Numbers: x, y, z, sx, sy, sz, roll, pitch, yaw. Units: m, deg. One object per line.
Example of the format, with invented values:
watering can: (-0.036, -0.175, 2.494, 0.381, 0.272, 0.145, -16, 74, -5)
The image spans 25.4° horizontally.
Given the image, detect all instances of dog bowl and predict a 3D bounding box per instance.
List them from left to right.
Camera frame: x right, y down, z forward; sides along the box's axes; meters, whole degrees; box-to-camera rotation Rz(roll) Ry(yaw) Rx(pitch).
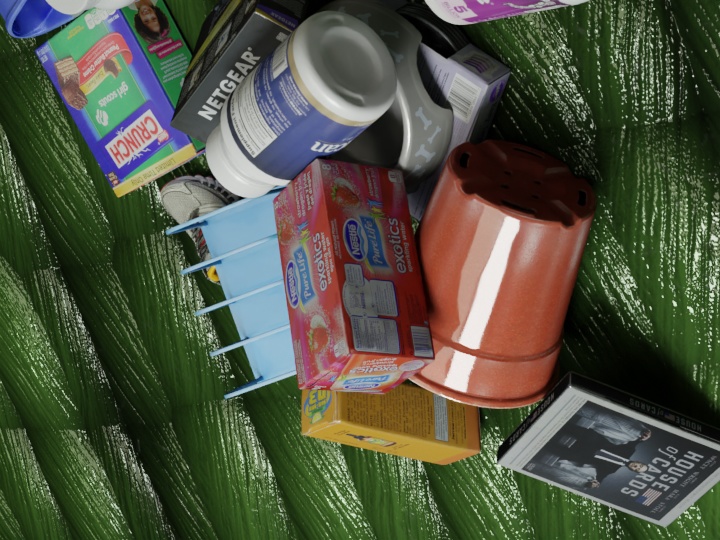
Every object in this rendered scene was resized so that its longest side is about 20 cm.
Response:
dog bowl: (-0.006, -0.163, 1.578, 0.199, 0.059, 0.201, 20, 124, 31)

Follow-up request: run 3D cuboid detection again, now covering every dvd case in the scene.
dvd case: (0.255, 0.178, 1.573, 0.199, 0.025, 0.151, 22, 136, -13)

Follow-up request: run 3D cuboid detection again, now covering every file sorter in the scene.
file sorter: (-0.105, 0.020, 1.719, 0.138, 0.123, 0.201, -20, 90, 22)

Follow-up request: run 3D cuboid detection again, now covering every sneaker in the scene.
sneaker: (-0.158, -0.035, 1.838, 0.200, 0.082, 0.078, 39, 134, 17)

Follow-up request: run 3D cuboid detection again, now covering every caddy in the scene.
caddy: (-0.330, -0.335, 1.770, 0.105, 0.141, 0.200, 56, 137, 7)

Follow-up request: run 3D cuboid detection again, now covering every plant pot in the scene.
plant pot: (0.127, -0.007, 1.542, 0.200, 0.200, 0.196, 32, 124, 23)

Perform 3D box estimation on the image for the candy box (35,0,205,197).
candy box: (-0.259, -0.205, 1.830, 0.169, 0.077, 0.201, -23, 99, 45)

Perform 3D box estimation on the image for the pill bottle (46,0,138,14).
pill bottle: (-0.239, -0.333, 1.647, 0.108, 0.200, 0.109, 20, 126, 31)

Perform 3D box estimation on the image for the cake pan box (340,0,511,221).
cake pan box: (0.042, -0.169, 1.609, 0.184, 0.052, 0.201, 34, 132, 19)

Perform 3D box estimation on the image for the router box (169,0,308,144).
router box: (-0.114, -0.244, 1.622, 0.052, 0.158, 0.200, 27, 140, -18)

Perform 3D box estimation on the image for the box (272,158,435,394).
box: (-0.009, 0.007, 1.501, 0.095, 0.099, 0.201, -37, 55, 48)

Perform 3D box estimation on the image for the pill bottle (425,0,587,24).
pill bottle: (0.152, -0.283, 1.401, 0.199, 0.112, 0.113, -4, 112, 42)

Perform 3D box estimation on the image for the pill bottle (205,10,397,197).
pill bottle: (-0.063, -0.149, 1.514, 0.111, 0.111, 0.200, 55, 136, 1)

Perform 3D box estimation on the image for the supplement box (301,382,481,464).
supplement box: (0.034, 0.157, 1.706, 0.066, 0.199, 0.069, -26, 59, 46)
